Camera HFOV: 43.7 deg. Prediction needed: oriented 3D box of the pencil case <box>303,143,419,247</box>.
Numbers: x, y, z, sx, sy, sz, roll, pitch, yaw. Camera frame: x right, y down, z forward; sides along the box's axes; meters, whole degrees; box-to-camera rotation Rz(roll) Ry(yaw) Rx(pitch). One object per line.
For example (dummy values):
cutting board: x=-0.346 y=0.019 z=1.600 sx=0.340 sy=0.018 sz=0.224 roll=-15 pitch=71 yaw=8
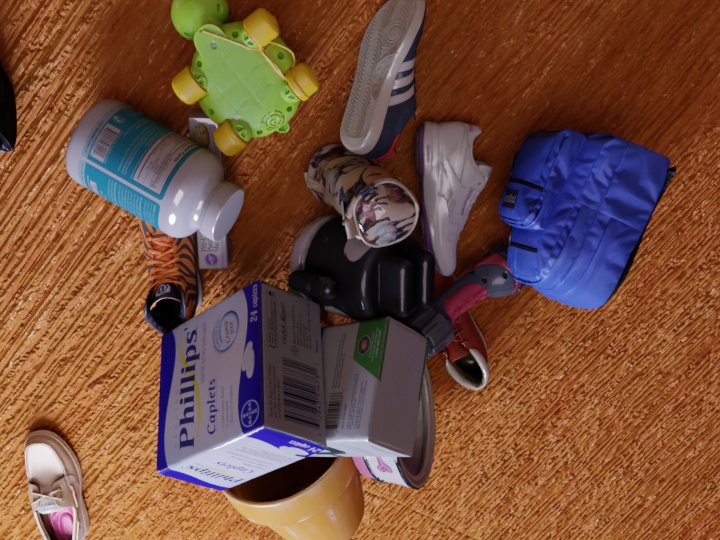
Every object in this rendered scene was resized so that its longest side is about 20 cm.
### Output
pencil case: x=-0.006 y=-0.093 z=1.072 sx=0.088 sy=0.200 sz=0.079 roll=-8 pitch=113 yaw=-18

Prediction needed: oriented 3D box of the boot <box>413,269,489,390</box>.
boot: x=0.115 y=0.068 z=1.198 sx=0.074 sy=0.108 sz=0.201 roll=-31 pitch=110 yaw=13

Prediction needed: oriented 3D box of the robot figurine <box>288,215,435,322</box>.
robot figurine: x=0.001 y=0.001 z=1.115 sx=0.150 sy=0.198 sz=0.126 roll=39 pitch=72 yaw=-45

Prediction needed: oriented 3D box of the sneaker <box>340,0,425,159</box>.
sneaker: x=0.042 y=-0.230 z=1.084 sx=0.084 sy=0.075 sz=0.203 roll=17 pitch=96 yaw=-47

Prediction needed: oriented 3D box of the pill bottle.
pill bottle: x=-0.238 y=-0.112 z=1.062 sx=0.198 sy=0.111 sz=0.112 roll=30 pitch=111 yaw=8

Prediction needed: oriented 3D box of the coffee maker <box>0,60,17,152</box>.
coffee maker: x=-0.506 y=-0.185 z=1.002 sx=0.197 sy=0.192 sz=0.137 roll=-7 pitch=98 yaw=-2

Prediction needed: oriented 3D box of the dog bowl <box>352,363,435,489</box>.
dog bowl: x=0.039 y=0.191 z=1.205 sx=0.073 sy=0.201 sz=0.203 roll=-7 pitch=116 yaw=21

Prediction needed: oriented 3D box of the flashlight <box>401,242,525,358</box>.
flashlight: x=0.139 y=0.039 z=1.146 sx=0.068 sy=0.199 sz=0.068 roll=54 pitch=146 yaw=-3

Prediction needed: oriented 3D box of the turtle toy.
turtle toy: x=-0.145 y=-0.243 z=1.046 sx=0.145 sy=0.101 sz=0.201 roll=-34 pitch=111 yaw=12

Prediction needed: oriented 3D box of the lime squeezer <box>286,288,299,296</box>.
lime squeezer: x=-0.067 y=0.054 z=1.225 sx=0.070 sy=0.038 sz=0.202 roll=-32 pitch=115 yaw=-24

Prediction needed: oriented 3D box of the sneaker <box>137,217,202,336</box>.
sneaker: x=-0.241 y=-0.008 z=1.137 sx=0.076 sy=0.112 sz=0.203 roll=-9 pitch=114 yaw=1

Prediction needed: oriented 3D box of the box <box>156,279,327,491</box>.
box: x=-0.145 y=0.142 z=1.076 sx=0.199 sy=0.186 sz=0.104 roll=-29 pitch=142 yaw=35

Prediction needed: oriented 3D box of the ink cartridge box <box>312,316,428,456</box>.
ink cartridge box: x=-0.025 y=0.147 z=1.092 sx=0.198 sy=0.149 sz=0.083 roll=-10 pitch=151 yaw=43

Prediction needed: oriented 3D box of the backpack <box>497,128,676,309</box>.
backpack: x=0.254 y=-0.065 z=1.103 sx=0.166 sy=0.163 sz=0.203 roll=19 pitch=94 yaw=-8

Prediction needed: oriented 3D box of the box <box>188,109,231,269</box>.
box: x=-0.190 y=-0.101 z=1.140 sx=0.041 sy=0.039 sz=0.203 roll=1 pitch=114 yaw=-1

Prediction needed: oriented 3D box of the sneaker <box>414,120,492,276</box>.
sneaker: x=0.121 y=-0.090 z=1.140 sx=0.098 sy=0.075 sz=0.203 roll=-5 pitch=110 yaw=-3

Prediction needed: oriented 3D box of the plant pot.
plant pot: x=-0.079 y=0.289 z=1.247 sx=0.197 sy=0.201 sz=0.185 roll=-19 pitch=130 yaw=5

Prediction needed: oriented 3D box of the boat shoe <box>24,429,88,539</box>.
boat shoe: x=-0.440 y=0.327 z=1.295 sx=0.073 sy=0.069 sz=0.203 roll=-10 pitch=114 yaw=1
